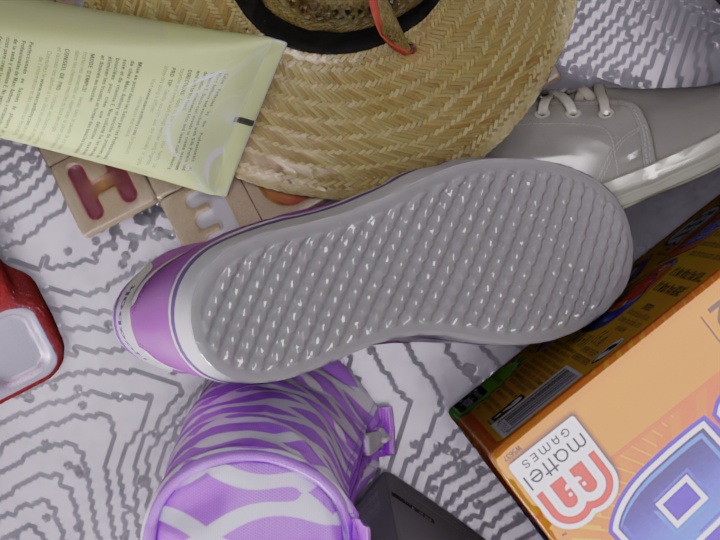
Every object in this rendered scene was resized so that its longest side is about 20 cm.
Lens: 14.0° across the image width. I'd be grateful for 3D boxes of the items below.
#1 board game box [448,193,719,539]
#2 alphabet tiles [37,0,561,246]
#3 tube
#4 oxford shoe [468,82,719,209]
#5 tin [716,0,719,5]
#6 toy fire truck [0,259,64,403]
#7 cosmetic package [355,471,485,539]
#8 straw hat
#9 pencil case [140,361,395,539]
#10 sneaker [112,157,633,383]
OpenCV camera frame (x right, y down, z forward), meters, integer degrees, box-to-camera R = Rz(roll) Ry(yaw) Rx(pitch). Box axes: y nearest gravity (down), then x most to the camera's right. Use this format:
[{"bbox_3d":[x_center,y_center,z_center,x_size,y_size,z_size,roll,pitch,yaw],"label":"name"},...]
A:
[{"bbox_3d":[0.177,0.078,1.126,0.200,0.200,0.200,-38,93,-1],"label":"board game box"},{"bbox_3d":[-0.045,-0.102,1.181,0.199,0.008,0.168,-28,76,-2],"label":"alphabet tiles"},{"bbox_3d":[-0.134,-0.077,1.109,0.199,0.058,0.052,11,78,-16],"label":"tube"},{"bbox_3d":[0.085,-0.049,1.182,0.199,0.075,0.058,-20,96,3],"label":"oxford shoe"},{"bbox_3d":[0.174,-0.167,1.200,0.112,0.042,0.200,-44,93,-5],"label":"tin"},{"bbox_3d":[-0.229,0.025,1.139,0.199,0.112,0.168,-29,130,-6],"label":"toy fire truck"},{"bbox_3d":[0.028,0.152,1.120,0.107,0.200,0.090,37,91,-6],"label":"cosmetic package"},{"bbox_3d":[-0.004,-0.132,1.133,0.200,0.085,0.202,6,126,8],"label":"straw hat"},{"bbox_3d":[-0.032,0.085,1.121,0.085,0.200,0.084,6,102,3],"label":"pencil case"},{"bbox_3d":[0.000,-0.001,1.131,0.200,0.114,0.073,-7,90,-27],"label":"sneaker"}]
